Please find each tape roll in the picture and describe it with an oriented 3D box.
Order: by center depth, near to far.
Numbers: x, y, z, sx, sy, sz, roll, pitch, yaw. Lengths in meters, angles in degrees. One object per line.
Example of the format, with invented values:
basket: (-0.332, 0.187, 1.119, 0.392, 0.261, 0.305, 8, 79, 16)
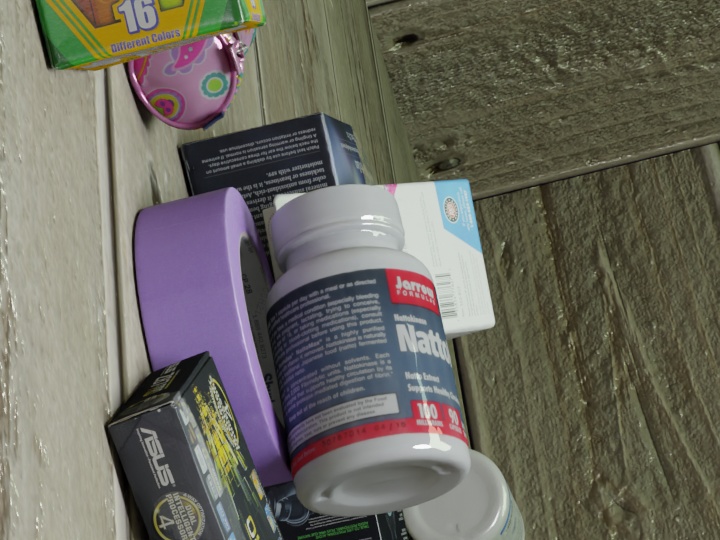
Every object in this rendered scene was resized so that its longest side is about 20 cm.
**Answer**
tape roll: (-0.093, 0.049, 1.589, 0.200, 0.065, 0.202, -13, 90, -83)

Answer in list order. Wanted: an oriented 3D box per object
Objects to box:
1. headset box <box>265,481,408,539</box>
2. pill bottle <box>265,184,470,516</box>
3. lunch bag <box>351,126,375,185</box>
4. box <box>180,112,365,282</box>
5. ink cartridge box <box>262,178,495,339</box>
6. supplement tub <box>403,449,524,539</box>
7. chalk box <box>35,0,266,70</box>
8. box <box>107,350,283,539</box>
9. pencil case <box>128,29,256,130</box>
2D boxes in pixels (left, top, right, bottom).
headset box: (-0.018, 0.199, 1.838, 0.174, 0.092, 0.202, 31, 46, -81)
pill bottle: (-0.001, 0.051, 1.576, 0.120, 0.119, 0.202, 63, 14, -67)
lunch bag: (-0.028, -0.016, 2.120, 0.164, 0.117, 0.202, -70, 142, -81)
box: (-0.049, -0.013, 1.877, 0.200, 0.122, 0.200, -12, 90, -84)
ink cartridge box: (0.000, 0.000, 1.728, 0.199, 0.068, 0.116, -5, 82, -44)
supplement tub: (0.124, 0.298, 2.824, 0.200, 0.131, 0.133, 65, 13, -68)
chalk box: (-0.144, -0.233, 1.442, 0.124, 0.123, 0.202, -53, 128, -83)
box: (-0.085, 0.160, 1.413, 0.161, 0.049, 0.202, -52, 123, -80)
pencil case: (-0.119, -0.166, 1.733, 0.200, 0.087, 0.088, -88, 164, -72)
